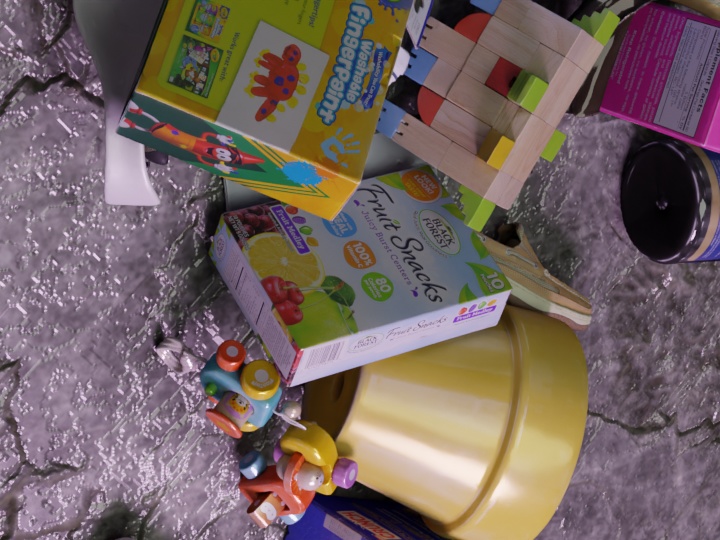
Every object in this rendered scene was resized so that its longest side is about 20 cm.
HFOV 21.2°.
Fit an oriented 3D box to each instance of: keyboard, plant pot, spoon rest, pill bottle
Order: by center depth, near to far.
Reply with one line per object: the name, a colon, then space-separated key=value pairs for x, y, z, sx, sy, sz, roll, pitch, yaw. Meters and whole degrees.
spoon rest: x=-0.159 y=-0.151 z=1.373 sx=0.098 sy=0.061 sz=0.202 roll=0 pitch=75 yaw=2
keyboard: x=-0.021 y=-0.076 z=1.569 sx=0.199 sy=0.011 sz=0.057 roll=-18 pitch=111 yaw=-27
plant pot: x=0.059 y=0.115 z=1.591 sx=0.187 sy=0.201 sz=0.202 roll=16 pitch=99 yaw=-19
pill bottle: x=0.343 y=-0.065 z=1.744 sx=0.198 sy=0.112 sz=0.113 roll=-4 pitch=110 yaw=-32

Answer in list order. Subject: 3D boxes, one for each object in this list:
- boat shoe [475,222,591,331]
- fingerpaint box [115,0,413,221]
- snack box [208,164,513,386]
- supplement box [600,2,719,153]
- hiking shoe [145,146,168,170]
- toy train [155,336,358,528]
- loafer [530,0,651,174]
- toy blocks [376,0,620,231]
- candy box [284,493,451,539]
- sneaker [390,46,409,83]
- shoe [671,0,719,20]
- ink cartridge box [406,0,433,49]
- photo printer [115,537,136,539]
boat shoe: x=0.130 y=-0.004 z=1.661 sx=0.199 sy=0.071 sz=0.077 roll=21 pitch=80 yaw=-38
fingerpaint box: x=-0.059 y=-0.160 z=1.342 sx=0.166 sy=0.073 sz=0.201 roll=21 pitch=63 yaw=-11
snack box: x=0.000 y=0.000 z=1.518 sx=0.199 sy=0.143 sz=0.053 roll=-14 pitch=147 yaw=-29
supplement box: x=0.271 y=-0.162 z=1.605 sx=0.101 sy=0.200 sz=0.104 roll=12 pitch=101 yaw=-35
hiking shoe: x=-0.080 y=-0.120 z=1.447 sx=0.198 sy=0.076 sz=0.101 roll=-3 pitch=130 yaw=8
toy train: x=-0.088 y=0.140 z=1.524 sx=0.201 sy=0.149 sz=0.056 roll=54 pitch=53 yaw=-27
loafer: x=0.177 y=-0.161 z=1.595 sx=0.071 sy=0.073 sz=0.200 roll=42 pitch=109 yaw=0
toy blocks: x=0.096 y=-0.151 z=1.542 sx=0.201 sy=0.136 sz=0.100 roll=-59 pitch=151 yaw=6
candy box: x=0.058 y=0.258 z=1.645 sx=0.199 sy=0.169 sz=0.078 roll=13 pitch=97 yaw=-35
sneaker: x=-0.043 y=-0.187 z=1.473 sx=0.200 sy=0.073 sz=0.071 roll=35 pitch=89 yaw=-35
shoe: x=0.306 y=-0.250 z=1.676 sx=0.199 sy=0.070 sz=0.054 roll=15 pitch=108 yaw=-33
ink cartridge box: x=0.003 y=-0.272 z=1.462 sx=0.201 sy=0.037 sz=0.095 roll=62 pitch=28 yaw=-31
photo printer: x=-0.174 y=0.336 z=1.586 sx=0.167 sy=0.069 sz=0.200 roll=-50 pitch=126 yaw=-7
